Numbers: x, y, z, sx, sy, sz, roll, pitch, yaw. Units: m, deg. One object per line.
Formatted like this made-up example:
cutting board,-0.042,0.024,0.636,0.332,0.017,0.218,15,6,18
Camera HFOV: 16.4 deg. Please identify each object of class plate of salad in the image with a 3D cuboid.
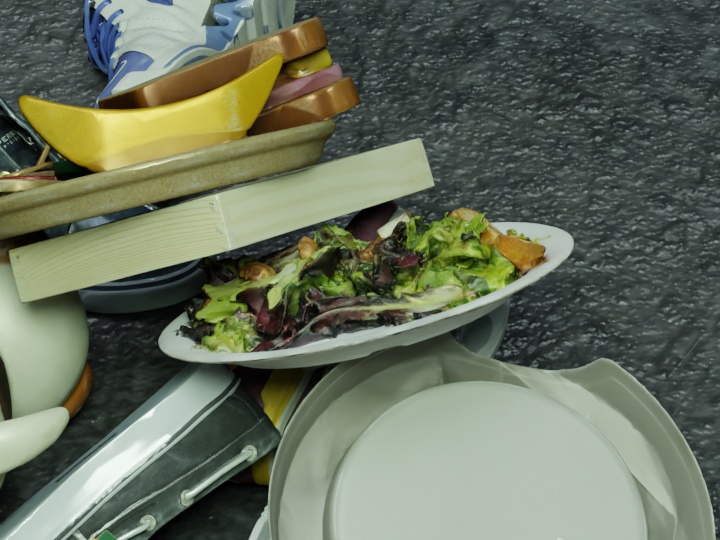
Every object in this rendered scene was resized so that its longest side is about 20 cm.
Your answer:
plate of salad,0.000,0.000,1.166,0.199,0.048,0.200,-14,13,3

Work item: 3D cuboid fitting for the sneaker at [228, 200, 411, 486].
sneaker,-0.038,0.026,1.279,0.090,0.075,0.200,15,42,13

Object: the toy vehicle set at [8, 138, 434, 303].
toy vehicle set,-0.065,-0.026,1.233,0.124,0.027,0.200,-13,3,31

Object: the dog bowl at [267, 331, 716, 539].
dog bowl,0.055,0.122,1.121,0.199,0.059,0.201,3,61,-6

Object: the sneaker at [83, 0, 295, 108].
sneaker,-0.125,-0.125,1.471,0.115,0.081,0.200,8,35,20

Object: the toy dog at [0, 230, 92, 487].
toy dog,-0.209,0.048,1.209,0.193,0.140,0.200,-18,14,28

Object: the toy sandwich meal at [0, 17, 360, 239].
toy sandwich meal,-0.098,-0.069,1.195,0.204,0.070,0.205,-13,3,1

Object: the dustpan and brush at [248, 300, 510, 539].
dustpan and brush,0.036,0.091,1.204,0.139,0.057,0.200,12,43,18

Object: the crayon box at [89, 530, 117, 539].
crayon box,-0.117,0.204,1.047,0.127,0.051,0.200,43,51,0

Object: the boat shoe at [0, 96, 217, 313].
boat shoe,-0.175,-0.041,1.357,0.200,0.091,0.071,13,43,19

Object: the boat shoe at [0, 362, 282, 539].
boat shoe,-0.123,0.126,1.169,0.199,0.068,0.074,-42,6,-15
